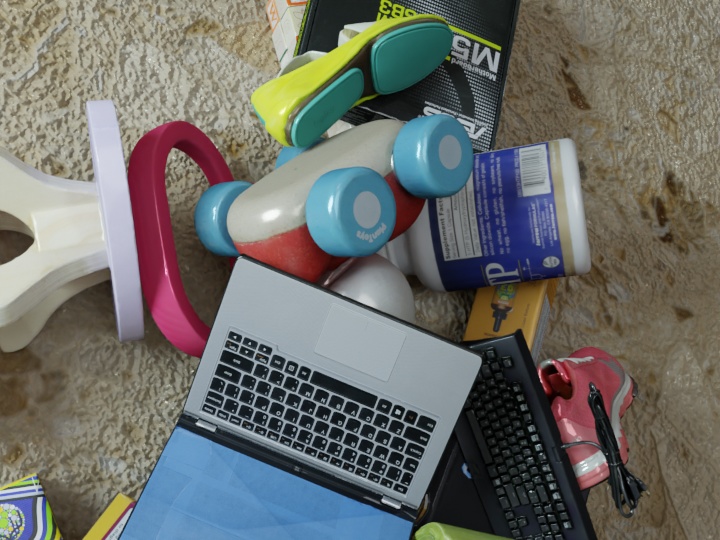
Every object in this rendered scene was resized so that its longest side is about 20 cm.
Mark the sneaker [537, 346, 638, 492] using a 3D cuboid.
[{"bbox_3d":[0.189,0.101,0.795,0.087,0.073,0.200,55,22,-10],"label":"sneaker"}]

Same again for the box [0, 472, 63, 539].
[{"bbox_3d":[-0.321,0.218,0.665,0.199,0.070,0.065,-22,84,-24],"label":"box"}]

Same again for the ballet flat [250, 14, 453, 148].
[{"bbox_3d":[-0.009,-0.171,0.765,0.199,0.067,0.067,-37,57,-28],"label":"ballet flat"}]

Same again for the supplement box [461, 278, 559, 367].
[{"bbox_3d":[0.153,0.009,0.884,0.066,0.069,0.202,12,69,21],"label":"supplement box"}]

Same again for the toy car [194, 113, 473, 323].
[{"bbox_3d":[0.000,0.000,0.728,0.176,0.183,0.202,-36,113,-35],"label":"toy car"}]

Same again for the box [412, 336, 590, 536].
[{"bbox_3d":[0.119,0.197,0.788,0.200,0.049,0.199,51,48,-28],"label":"box"}]

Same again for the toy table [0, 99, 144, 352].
[{"bbox_3d":[-0.236,-0.027,0.706,0.116,0.184,0.202,-10,114,-16],"label":"toy table"}]

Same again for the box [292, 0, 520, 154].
[{"bbox_3d":[0.044,-0.218,0.849,0.198,0.047,0.195,18,71,-15],"label":"box"}]

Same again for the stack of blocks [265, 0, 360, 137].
[{"bbox_3d":[-0.007,-0.179,0.879,0.114,0.059,0.202,-13,83,-22],"label":"stack of blocks"}]

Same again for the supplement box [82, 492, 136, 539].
[{"bbox_3d":[-0.128,0.274,0.654,0.199,0.104,0.131,25,64,32],"label":"supplement box"}]

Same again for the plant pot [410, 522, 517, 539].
[{"bbox_3d":[0.112,0.264,0.629,0.188,0.200,0.202,24,71,-10],"label":"plant pot"}]

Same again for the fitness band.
[{"bbox_3d":[-0.133,-0.026,0.766,0.143,0.037,0.202,4,72,-60],"label":"fitness band"}]

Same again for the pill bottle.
[{"bbox_3d":[0.099,-0.044,0.819,0.198,0.120,0.121,-8,78,15],"label":"pill bottle"}]

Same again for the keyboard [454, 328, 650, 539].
[{"bbox_3d":[0.142,0.140,0.701,0.126,0.021,0.202,-18,103,18],"label":"keyboard"}]

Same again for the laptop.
[{"bbox_3d":[-0.039,0.125,0.605,0.186,0.116,0.202,22,104,0],"label":"laptop"}]
